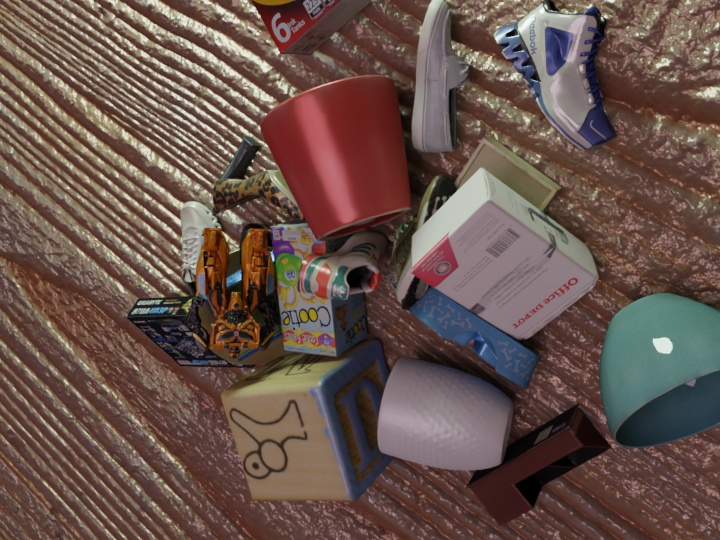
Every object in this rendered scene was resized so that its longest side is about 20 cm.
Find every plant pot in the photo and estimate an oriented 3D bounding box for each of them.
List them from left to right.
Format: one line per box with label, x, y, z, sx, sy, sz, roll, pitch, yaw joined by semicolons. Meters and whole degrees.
plant pot;-0.021;-0.146;0.954;0.199;0.200;0.179;-19;89;32
plant pot;0.374;0.108;0.833;0.200;0.199;0.135;-43;47;31

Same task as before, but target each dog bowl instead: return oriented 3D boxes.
dog bowl;0.164;0.090;0.967;0.199;0.111;0.050;34;94;0

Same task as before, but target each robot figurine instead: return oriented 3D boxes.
robot figurine;-0.194;0.036;1.053;0.144;0.058;0.202;0;91;-15

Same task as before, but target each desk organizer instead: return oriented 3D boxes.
desk organizer;0.258;0.287;1.003;0.077;0.072;0.200;50;122;5

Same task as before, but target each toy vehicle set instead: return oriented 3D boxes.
toy vehicle set;0.174;-0.071;0.973;0.124;0.026;0.201;40;120;14

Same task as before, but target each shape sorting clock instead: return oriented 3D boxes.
shape sorting clock;-0.174;0.058;1.130;0.039;0.199;0.202;-147;55;-59

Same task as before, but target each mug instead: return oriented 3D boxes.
mug;0.134;0.235;1.030;0.174;0.148;0.201;10;139;19

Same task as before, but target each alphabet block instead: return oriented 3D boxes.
alphabet block;-0.070;0.239;1.103;0.199;0.196;0.197;-10;98;31

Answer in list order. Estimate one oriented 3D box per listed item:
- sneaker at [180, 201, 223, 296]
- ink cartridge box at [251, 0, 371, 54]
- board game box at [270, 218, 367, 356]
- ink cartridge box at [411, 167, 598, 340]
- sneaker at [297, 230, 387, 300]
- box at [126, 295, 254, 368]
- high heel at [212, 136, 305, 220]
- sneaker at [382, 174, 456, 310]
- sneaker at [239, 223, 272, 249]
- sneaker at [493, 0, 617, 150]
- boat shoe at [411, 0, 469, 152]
sneaker;-0.285;-0.023;1.218;0.075;0.081;0.202;-8;99;33
ink cartridge box;-0.067;-0.438;0.971;0.199;0.084;0.176;-31;88;33
board game box;-0.064;0.021;1.089;0.102;0.105;0.202;2;104;30
ink cartridge box;0.185;-0.015;0.895;0.199;0.085;0.146;32;124;-20
sneaker;0.000;0.000;0.988;0.093;0.199;0.071;21;116;28
box;-0.297;0.112;1.226;0.199;0.046;0.159;-5;137;36
high heel;-0.165;-0.106;1.124;0.200;0.071;0.143;48;116;29
sneaker;0.074;-0.047;0.986;0.088;0.077;0.201;33;114;38
sneaker;-0.196;0.016;1.183;0.080;0.074;0.202;12;110;28
sneaker;0.262;-0.252;0.838;0.115;0.080;0.200;-39;82;34
boat shoe;0.115;-0.260;0.935;0.071;0.070;0.202;10;113;16
